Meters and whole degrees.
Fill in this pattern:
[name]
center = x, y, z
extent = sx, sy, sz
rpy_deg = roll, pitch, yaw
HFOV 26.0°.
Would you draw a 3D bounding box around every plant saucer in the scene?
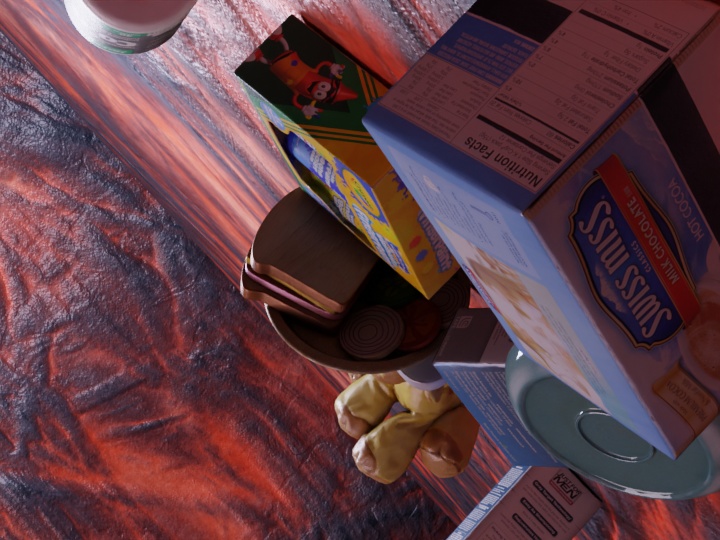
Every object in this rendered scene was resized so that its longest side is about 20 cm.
[plant saucer]
center = 0.197, 0.117, 1.183
extent = 0.198, 0.028, 0.201
rpy_deg = 22, 150, 13

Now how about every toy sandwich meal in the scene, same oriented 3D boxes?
[toy sandwich meal]
center = 0.000, 0.000, 1.366
extent = 0.205, 0.204, 0.071
rpy_deg = 40, 151, 28

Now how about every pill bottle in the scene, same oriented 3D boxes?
[pill bottle]
center = -0.196, -0.245, 1.325
extent = 0.113, 0.113, 0.200
rpy_deg = 46, 172, -8

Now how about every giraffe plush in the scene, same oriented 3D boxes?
[giraffe plush]
center = 0.064, 0.098, 1.526
extent = 0.163, 0.198, 0.174
rpy_deg = 71, 177, -61

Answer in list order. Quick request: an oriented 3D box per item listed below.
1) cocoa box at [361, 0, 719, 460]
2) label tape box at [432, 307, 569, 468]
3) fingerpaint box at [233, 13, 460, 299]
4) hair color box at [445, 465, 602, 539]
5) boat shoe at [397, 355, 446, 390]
[cocoa box]
center = 0.120, -0.033, 0.760
extent = 0.133, 0.131, 0.200
rpy_deg = 35, 167, 48
[label tape box]
center = 0.178, 0.098, 1.261
extent = 0.199, 0.064, 0.144
rpy_deg = -2, 138, 43
[fingerpaint box]
center = 0.001, -0.087, 1.263
extent = 0.167, 0.073, 0.200
rpy_deg = 41, 171, 28
[hair color box]
center = 0.181, 0.314, 1.854
extent = 0.100, 0.200, 0.060
rpy_deg = 46, 171, -7
[boat shoe]
center = 0.039, 0.037, 1.431
extent = 0.068, 0.073, 0.200
rpy_deg = 81, 165, -52
